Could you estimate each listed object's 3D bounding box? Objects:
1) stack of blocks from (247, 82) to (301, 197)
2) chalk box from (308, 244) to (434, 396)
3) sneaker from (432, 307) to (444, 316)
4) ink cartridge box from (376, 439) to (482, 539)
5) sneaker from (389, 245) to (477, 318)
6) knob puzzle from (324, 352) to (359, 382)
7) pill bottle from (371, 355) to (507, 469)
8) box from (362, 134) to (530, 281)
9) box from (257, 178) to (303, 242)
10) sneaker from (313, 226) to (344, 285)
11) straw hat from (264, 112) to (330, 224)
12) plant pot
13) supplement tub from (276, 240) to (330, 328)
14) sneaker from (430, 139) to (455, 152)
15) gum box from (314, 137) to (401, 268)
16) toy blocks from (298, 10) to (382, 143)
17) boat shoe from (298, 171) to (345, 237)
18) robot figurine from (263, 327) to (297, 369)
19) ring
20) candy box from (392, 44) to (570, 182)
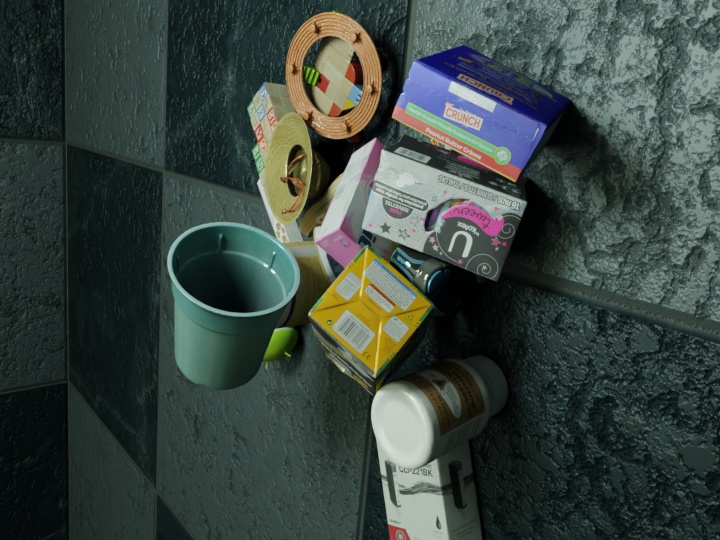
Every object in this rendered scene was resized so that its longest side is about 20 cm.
[{"bbox_3d":[-0.174,-0.267,1.307,0.115,0.057,0.205,-36,66,46],"label":"stack of blocks"},{"bbox_3d":[0.016,0.082,0.880,0.124,0.124,0.201,39,166,13],"label":"chalk box"},{"bbox_3d":[0.062,-0.011,1.008,0.202,0.113,0.074,59,135,30],"label":"sneaker"},{"bbox_3d":[0.108,0.348,1.011,0.142,0.082,0.207,-12,84,51],"label":"ink cartridge box"},{"bbox_3d":[0.109,0.010,0.899,0.081,0.199,0.074,36,91,28],"label":"sneaker"},{"bbox_3d":[0.028,0.178,1.042,0.217,0.219,0.031,28,83,45],"label":"knob puzzle"},{"bbox_3d":[0.119,0.189,0.887,0.113,0.197,0.118,13,109,44],"label":"pill bottle"},{"bbox_3d":[0.117,-0.089,0.855,0.195,0.132,0.118,20,115,9],"label":"box"},{"bbox_3d":[-0.165,-0.112,1.328,0.039,0.041,0.204,-41,64,43],"label":"box"},{"bbox_3d":[0.000,0.000,1.055,0.071,0.106,0.204,-95,-18,-63],"label":"sneaker"},{"bbox_3d":[-0.102,-0.182,1.171,0.199,0.083,0.208,-6,83,57],"label":"straw hat"},{"bbox_3d":[-0.211,0.066,0.989,0.201,0.196,0.199,52,137,33],"label":"plant pot"},{"bbox_3d":[-0.100,0.022,1.140,0.143,0.196,0.151,6,98,49],"label":"supplement tub"},{"bbox_3d":[0.113,-0.192,0.954,0.111,0.076,0.207,18,108,46],"label":"sneaker"},{"bbox_3d":[0.018,-0.096,0.981,0.065,0.113,0.204,-22,38,46],"label":"gum box"},{"bbox_3d":[-0.026,-0.324,1.112,0.137,0.099,0.203,44,127,23],"label":"toy blocks"},{"bbox_3d":[-0.051,-0.109,1.167,0.065,0.071,0.200,52,139,3],"label":"boat shoe"},{"bbox_3d":[-0.200,0.098,1.332,0.173,0.114,0.205,-28,73,35],"label":"robot figurine"},{"bbox_3d":[-0.051,-0.327,1.068,0.196,0.019,0.206,13,116,28],"label":"ring"},{"bbox_3d":[0.154,-0.199,0.770,0.167,0.200,0.078,31,121,12],"label":"candy box"}]
